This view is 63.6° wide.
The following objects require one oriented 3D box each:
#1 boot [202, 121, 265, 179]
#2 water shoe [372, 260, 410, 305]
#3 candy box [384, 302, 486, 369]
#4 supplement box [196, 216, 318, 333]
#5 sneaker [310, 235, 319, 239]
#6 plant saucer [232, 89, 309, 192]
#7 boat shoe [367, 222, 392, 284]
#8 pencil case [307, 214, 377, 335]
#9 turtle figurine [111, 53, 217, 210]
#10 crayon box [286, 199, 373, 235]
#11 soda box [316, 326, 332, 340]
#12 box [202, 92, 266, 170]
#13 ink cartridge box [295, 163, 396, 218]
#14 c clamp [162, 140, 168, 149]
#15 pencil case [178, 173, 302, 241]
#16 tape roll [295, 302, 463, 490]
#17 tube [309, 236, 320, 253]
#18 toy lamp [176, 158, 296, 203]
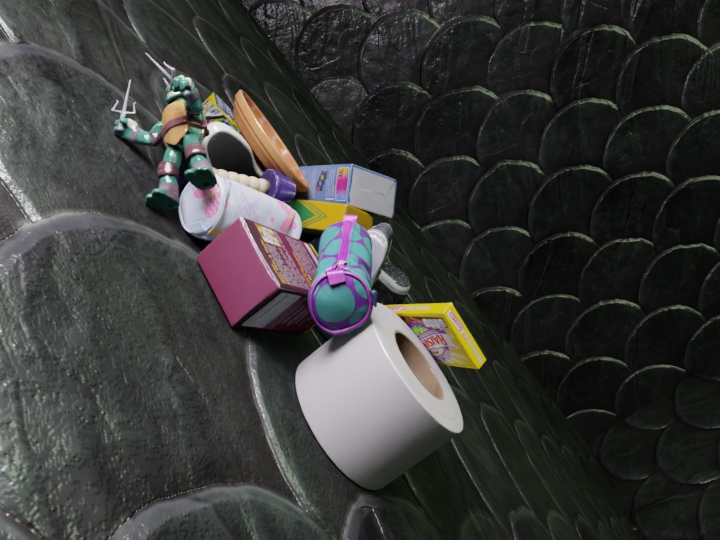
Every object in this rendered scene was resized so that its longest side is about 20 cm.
[{"bbox_3d":[-0.222,-0.203,0.966,0.145,0.072,0.200,55,1,28],"label":"boot"},{"bbox_3d":[0.010,0.002,1.157,0.071,0.080,0.199,-8,40,-47],"label":"water shoe"},{"bbox_3d":[0.094,0.097,0.878,0.103,0.026,0.199,54,-27,-16],"label":"candy box"},{"bbox_3d":[-0.116,0.014,0.799,0.111,0.085,0.199,58,14,19],"label":"supplement box"},{"bbox_3d":[-0.107,-0.105,1.206,0.200,0.073,0.080,44,27,-12],"label":"sneaker"},{"bbox_3d":[-0.159,-0.216,1.007,0.202,0.037,0.200,56,4,-6],"label":"plant saucer"},{"bbox_3d":[0.000,0.000,0.996,0.071,0.202,0.068,32,40,8],"label":"boat shoe"},{"bbox_3d":[-0.022,0.001,0.782,0.201,0.083,0.095,-90,-176,-66],"label":"pencil case"},{"bbox_3d":[-0.243,-0.188,0.754,0.100,0.149,0.204,9,57,-47],"label":"turtle figurine"},{"bbox_3d":[-0.061,-0.091,1.052,0.196,0.052,0.126,9,-1,23],"label":"crayon box"},{"bbox_3d":[-0.041,0.067,0.958,0.201,0.067,0.064,49,13,-13],"label":"soda box"},{"bbox_3d":[-0.224,-0.232,1.095,0.200,0.070,0.065,42,16,-37],"label":"box"},{"bbox_3d":[-0.048,-0.151,1.120,0.197,0.078,0.135,5,-3,42],"label":"ink cartridge box"},{"bbox_3d":[-0.238,-0.144,0.920,0.200,0.027,0.172,43,16,-37],"label":"c clamp"},{"bbox_3d":[-0.168,-0.072,0.836,0.081,0.093,0.199,8,-7,29],"label":"pencil case"},{"bbox_3d":[0.027,0.166,0.784,0.203,0.138,0.203,47,14,-16],"label":"tape roll"},{"bbox_3d":[-0.040,0.032,1.109,0.202,0.050,0.077,59,7,11],"label":"tube"},{"bbox_3d":[-0.183,-0.137,0.881,0.197,0.058,0.059,8,42,-46],"label":"toy lamp"}]
